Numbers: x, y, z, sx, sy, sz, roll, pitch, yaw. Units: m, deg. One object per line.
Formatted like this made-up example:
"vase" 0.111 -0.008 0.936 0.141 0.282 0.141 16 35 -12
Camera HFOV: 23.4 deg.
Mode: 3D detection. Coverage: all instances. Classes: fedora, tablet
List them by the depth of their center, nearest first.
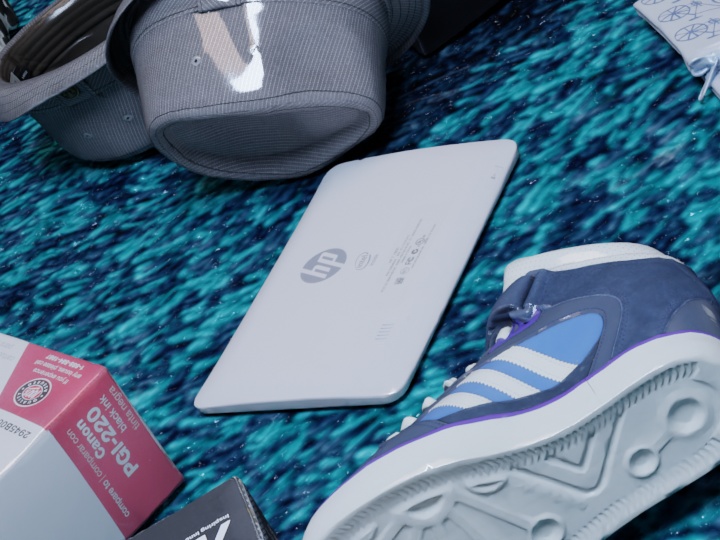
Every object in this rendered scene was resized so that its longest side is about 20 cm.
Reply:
"tablet" 0.000 0.000 0.926 0.129 0.014 0.201 -6 38 33
"fedora" -0.052 -0.113 1.022 0.198 0.177 0.091 -8 65 2
"fedora" -0.151 -0.142 1.159 0.199 0.091 0.178 -27 28 20

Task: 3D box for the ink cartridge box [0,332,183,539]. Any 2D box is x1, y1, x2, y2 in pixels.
"ink cartridge box" -0.208 0.129 0.840 0.145 0.085 0.200 11 51 47

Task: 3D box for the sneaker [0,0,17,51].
"sneaker" -0.332 -0.200 1.418 0.083 0.081 0.201 -31 32 7

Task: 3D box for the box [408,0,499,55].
"box" 0.006 -0.258 1.111 0.104 0.148 0.200 -37 50 -7

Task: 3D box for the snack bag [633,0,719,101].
"snack bag" 0.257 -0.143 0.918 0.187 0.022 0.201 -26 32 4

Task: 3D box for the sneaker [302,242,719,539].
"sneaker" 0.062 0.060 0.739 0.199 0.081 0.147 -29 23 7

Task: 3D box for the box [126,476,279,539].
"box" -0.058 0.181 0.533 0.159 0.201 0.044 -29 31 -2
